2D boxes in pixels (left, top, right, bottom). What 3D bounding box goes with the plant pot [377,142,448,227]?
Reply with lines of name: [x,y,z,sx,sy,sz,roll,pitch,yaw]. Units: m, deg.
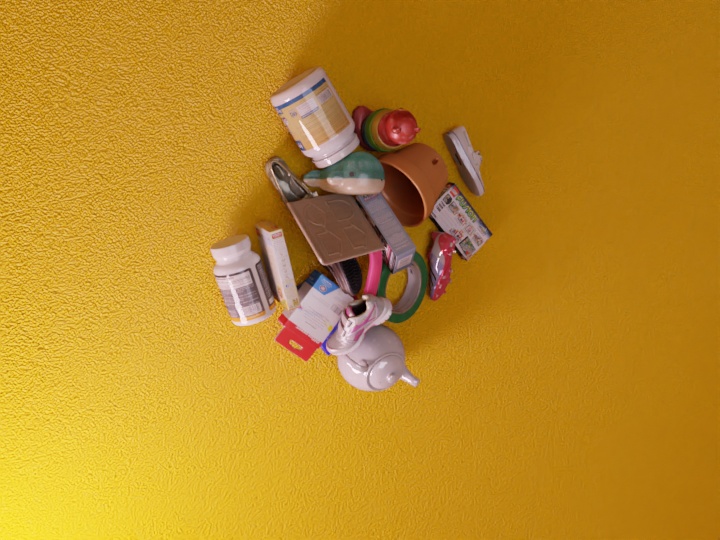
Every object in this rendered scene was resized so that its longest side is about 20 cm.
plant pot: [0.128,-0.230,1.663,0.140,0.200,0.200,-44,116,-27]

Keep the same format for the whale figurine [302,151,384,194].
whale figurine: [-0.038,-0.236,1.582,0.159,0.200,0.104,-11,105,-64]

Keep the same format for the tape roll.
tape roll: [0.098,0.038,1.740,0.200,0.048,0.201,-16,112,-43]

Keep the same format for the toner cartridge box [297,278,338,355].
toner cartridge box: [-0.100,0.115,1.715,0.095,0.043,0.200,-34,113,-14]

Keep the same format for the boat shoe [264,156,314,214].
boat shoe: [-0.161,-0.188,1.595,0.073,0.063,0.201,-33,107,-2]

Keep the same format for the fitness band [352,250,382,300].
fitness band: [0.000,0.000,1.670,0.037,0.144,0.200,-2,113,-29]

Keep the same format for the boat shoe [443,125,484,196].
boat shoe: [0.300,-0.299,1.779,0.070,0.071,0.200,-33,106,-10]

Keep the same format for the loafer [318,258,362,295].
loafer: [-0.062,-0.026,1.630,0.073,0.071,0.200,-21,85,-53]

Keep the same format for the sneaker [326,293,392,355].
sneaker: [-0.020,0.125,1.614,0.200,0.081,0.088,-46,130,10]

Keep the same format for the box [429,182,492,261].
box: [0.272,-0.134,1.821,0.110,0.035,0.200,-45,115,-8]

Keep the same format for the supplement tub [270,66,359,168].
supplement tub: [-0.103,-0.360,1.547,0.145,0.145,0.200,-37,113,-11]

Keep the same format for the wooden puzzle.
wooden puzzle: [-0.062,-0.098,1.569,0.200,0.185,0.046,-14,153,-38]

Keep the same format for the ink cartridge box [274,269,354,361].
ink cartridge box: [-0.124,0.113,1.643,0.116,0.067,0.200,38,87,-25]

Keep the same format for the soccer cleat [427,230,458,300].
soccer cleat: [0.215,-0.013,1.817,0.067,0.076,0.200,-23,130,-48]

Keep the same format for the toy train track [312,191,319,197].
toy train track: [-0.080,-0.107,1.669,0.115,0.033,0.200,-26,99,-2]

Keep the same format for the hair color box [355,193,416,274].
hair color box: [0.059,-0.101,1.643,0.061,0.099,0.200,-25,68,-15]

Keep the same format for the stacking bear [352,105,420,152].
stacking bear: [0.071,-0.346,1.591,0.121,0.200,0.114,0,99,-23]

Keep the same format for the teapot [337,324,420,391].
teapot: [0.043,0.245,1.726,0.200,0.146,0.198,-24,128,-19]

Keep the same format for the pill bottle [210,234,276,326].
pill bottle: [-0.284,0.023,1.576,0.116,0.116,0.200,-22,109,-17]

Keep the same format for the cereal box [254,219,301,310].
cereal box: [-0.201,-0.015,1.586,0.039,0.144,0.200,-17,109,-19]
